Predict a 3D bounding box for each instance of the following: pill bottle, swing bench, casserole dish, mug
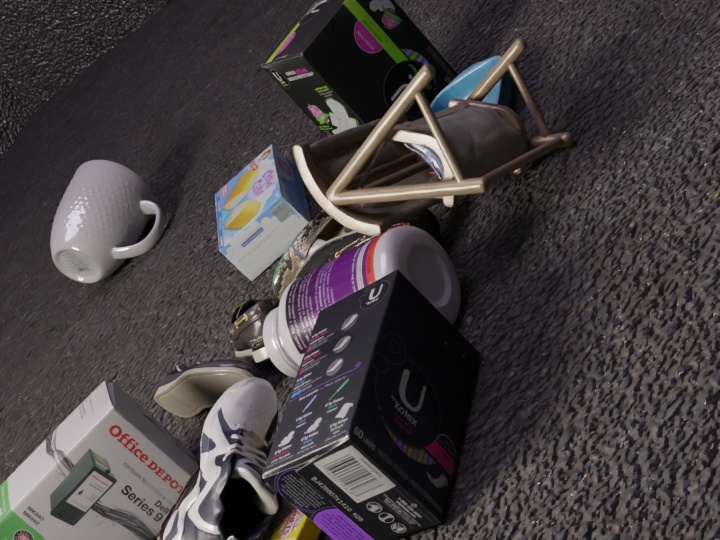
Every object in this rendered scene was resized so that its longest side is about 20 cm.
[{"bbox_3d":[-0.004,0.040,1.277,0.199,0.112,0.113,-26,30,38],"label":"pill bottle"},{"bbox_3d":[0.074,-0.126,1.310,0.199,0.131,0.198,-26,1,40],"label":"swing bench"},{"bbox_3d":[0.127,-0.175,1.504,0.121,0.039,0.201,-31,26,31],"label":"casserole dish"},{"bbox_3d":[-0.423,-0.073,2.162,0.198,0.148,0.176,2,50,20],"label":"mug"}]

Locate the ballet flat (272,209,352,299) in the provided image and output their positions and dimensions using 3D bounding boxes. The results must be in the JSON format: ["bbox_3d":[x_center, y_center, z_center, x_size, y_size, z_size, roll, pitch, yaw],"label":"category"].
[{"bbox_3d":[-0.027,-0.042,1.524,0.075,0.068,0.201,11,56,45],"label":"ballet flat"}]

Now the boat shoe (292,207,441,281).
[{"bbox_3d":[-0.002,-0.002,1.390,0.200,0.074,0.063,-30,19,23],"label":"boat shoe"}]

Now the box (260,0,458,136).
[{"bbox_3d":[0.005,-0.247,1.620,0.149,0.200,0.124,-53,24,-18],"label":"box"}]

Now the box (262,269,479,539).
[{"bbox_3d":[0.014,0.120,1.101,0.106,0.122,0.201,-28,29,35],"label":"box"}]

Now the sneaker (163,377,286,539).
[{"bbox_3d":[-0.102,0.183,1.187,0.129,0.079,0.200,-21,33,51],"label":"sneaker"}]

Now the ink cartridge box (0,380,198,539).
[{"bbox_3d":[-0.288,0.243,1.379,0.200,0.146,0.084,-46,22,-1],"label":"ink cartridge box"}]

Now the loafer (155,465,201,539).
[{"bbox_3d":[-0.173,0.263,1.242,0.071,0.073,0.201,-16,36,48],"label":"loafer"}]

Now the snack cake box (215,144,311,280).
[{"bbox_3d":[-0.135,-0.083,1.759,0.115,0.067,0.200,-41,24,11],"label":"snack cake box"}]

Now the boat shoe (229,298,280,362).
[{"bbox_3d":[-0.112,0.060,1.435,0.071,0.061,0.201,-25,4,-13],"label":"boat shoe"}]

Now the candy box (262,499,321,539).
[{"bbox_3d":[-0.047,0.191,1.207,0.102,0.026,0.201,-18,36,49],"label":"candy box"}]

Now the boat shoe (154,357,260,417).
[{"bbox_3d":[-0.173,0.121,1.483,0.199,0.073,0.063,-22,35,52],"label":"boat shoe"}]
